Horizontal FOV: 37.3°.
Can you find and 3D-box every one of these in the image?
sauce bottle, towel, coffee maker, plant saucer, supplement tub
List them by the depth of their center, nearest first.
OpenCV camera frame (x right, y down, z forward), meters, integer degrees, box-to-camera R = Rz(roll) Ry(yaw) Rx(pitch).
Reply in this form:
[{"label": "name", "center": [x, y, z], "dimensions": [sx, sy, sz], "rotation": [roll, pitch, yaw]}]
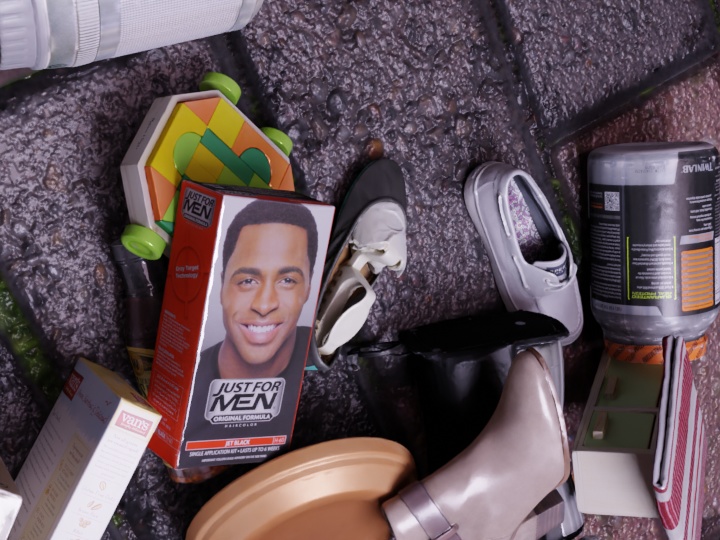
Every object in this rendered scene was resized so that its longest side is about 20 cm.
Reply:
[{"label": "sauce bottle", "center": [-0.151, 0.068, 0.849], "dimensions": [0.066, 0.066, 0.201], "rotation": [-21, 103, -22]}, {"label": "plant saucer", "center": [-0.042, 0.207, 0.870], "dimensions": [0.199, 0.038, 0.201], "rotation": [-18, 145, -13]}, {"label": "towel", "center": [0.270, 0.164, 0.906], "dimensions": [0.200, 0.023, 0.145], "rotation": [60, 38, -48]}, {"label": "coffee maker", "center": [0.099, 0.150, 0.962], "dimensions": [0.191, 0.135, 0.201], "rotation": [-4, 101, 12]}, {"label": "supplement tub", "center": [0.279, -0.019, 1.016], "dimensions": [0.122, 0.122, 0.201], "rotation": [-7, 101, -25]}]

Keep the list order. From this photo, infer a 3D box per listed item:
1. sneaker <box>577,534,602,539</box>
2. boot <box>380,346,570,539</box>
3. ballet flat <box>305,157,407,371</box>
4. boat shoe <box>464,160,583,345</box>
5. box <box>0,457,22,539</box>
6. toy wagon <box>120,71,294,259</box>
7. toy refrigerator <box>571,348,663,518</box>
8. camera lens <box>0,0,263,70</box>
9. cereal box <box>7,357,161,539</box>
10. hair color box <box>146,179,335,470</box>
[{"label": "sneaker", "center": [0.165, 0.296, 0.990], "dimensions": [0.082, 0.200, 0.075], "rotation": [-10, 58, -14]}, {"label": "boot", "center": [0.087, 0.167, 0.840], "dimensions": [0.146, 0.070, 0.201], "rotation": [-18, 118, -11]}, {"label": "ballet flat", "center": [0.000, 0.000, 0.909], "dimensions": [0.068, 0.068, 0.201], "rotation": [32, 83, -42]}, {"label": "boat shoe", "center": [0.166, -0.012, 0.991], "dimensions": [0.072, 0.068, 0.201], "rotation": [-30, 109, -20]}, {"label": "box", "center": [-0.294, 0.152, 0.711], "dimensions": [0.078, 0.200, 0.095], "rotation": [25, 87, -27]}, {"label": "toy wagon", "center": [-0.099, -0.051, 0.841], "dimensions": [0.200, 0.039, 0.156], "rotation": [43, 59, -39]}, {"label": "toy refrigerator", "center": [0.250, 0.140, 0.984], "dimensions": [0.200, 0.076, 0.070], "rotation": [-48, 133, -59]}, {"label": "camera lens", "center": [-0.172, -0.231, 0.740], "dimensions": [0.199, 0.160, 0.161], "rotation": [-19, 105, -23]}, {"label": "cereal box", "center": [-0.223, 0.172, 0.782], "dimensions": [0.039, 0.144, 0.201], "rotation": [30, 85, -26]}, {"label": "hair color box", "center": [-0.092, 0.040, 0.789], "dimensions": [0.101, 0.061, 0.201], "rotation": [2, 102, -39]}]
